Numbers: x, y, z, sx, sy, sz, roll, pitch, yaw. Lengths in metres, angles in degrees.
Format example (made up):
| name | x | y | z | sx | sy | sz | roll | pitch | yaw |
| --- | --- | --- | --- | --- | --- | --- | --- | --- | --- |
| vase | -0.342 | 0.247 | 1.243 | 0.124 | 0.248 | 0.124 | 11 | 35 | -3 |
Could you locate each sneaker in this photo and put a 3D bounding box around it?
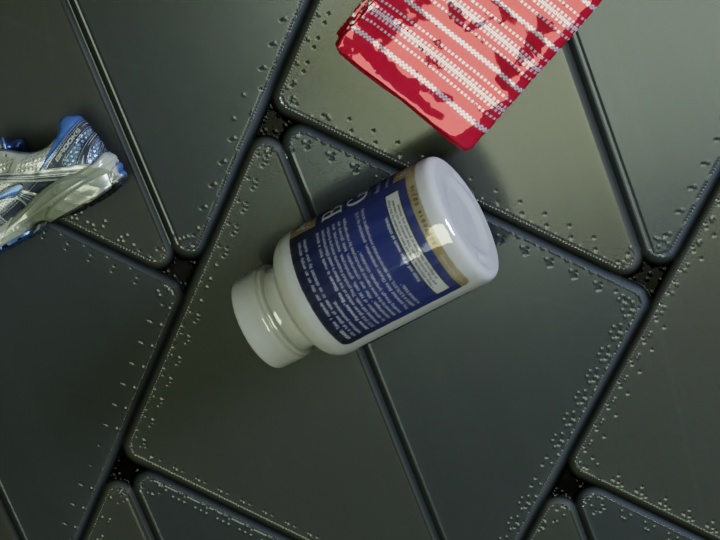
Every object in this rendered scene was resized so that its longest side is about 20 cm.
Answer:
| name | x | y | z | sx | sy | sz | roll | pitch | yaw |
| --- | --- | --- | --- | --- | --- | --- | --- | --- | --- |
| sneaker | -0.294 | -0.066 | 1.547 | 0.200 | 0.077 | 0.085 | -27 | 92 | 11 |

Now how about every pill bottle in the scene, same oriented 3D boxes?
| name | x | y | z | sx | sy | sz | roll | pitch | yaw |
| --- | --- | --- | --- | --- | --- | --- | --- | --- | --- |
| pill bottle | 0.000 | 0.000 | 1.482 | 0.200 | 0.111 | 0.111 | -28 | 102 | 18 |

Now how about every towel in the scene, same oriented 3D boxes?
| name | x | y | z | sx | sy | sz | roll | pitch | yaw |
| --- | --- | --- | --- | --- | --- | --- | --- | --- | --- |
| towel | 0.091 | -0.206 | 1.440 | 0.145 | 0.022 | 0.200 | 39 | 111 | -5 |
